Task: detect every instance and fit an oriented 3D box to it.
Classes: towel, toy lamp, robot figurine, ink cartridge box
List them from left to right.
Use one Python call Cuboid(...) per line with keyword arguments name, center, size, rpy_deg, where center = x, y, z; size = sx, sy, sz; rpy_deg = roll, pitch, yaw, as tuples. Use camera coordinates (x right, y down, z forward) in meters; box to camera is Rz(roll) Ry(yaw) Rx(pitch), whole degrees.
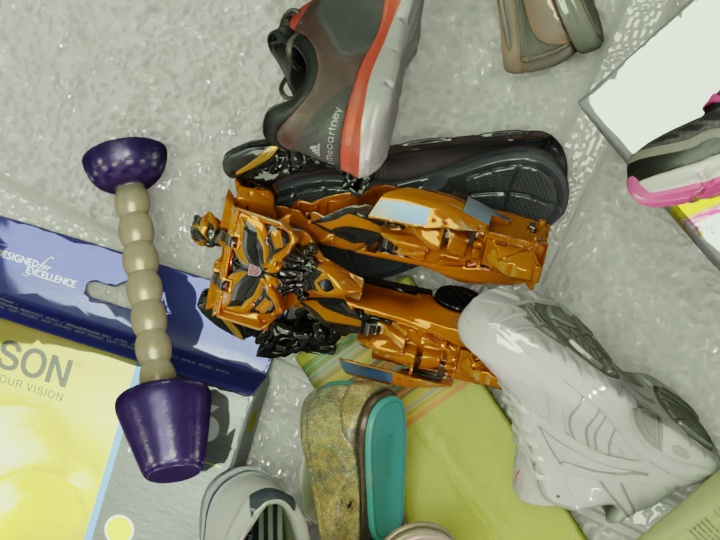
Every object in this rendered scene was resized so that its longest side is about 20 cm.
Cuboid(name="ink cartridge box", center=(-0.163, 0.088, 1.592), size=(0.197, 0.047, 0.201), rpy_deg=(16, 93, 8))
Cuboid(name="toy lamp", center=(-0.121, 0.023, 1.551), size=(0.058, 0.058, 0.201), rpy_deg=(-13, 70, 8))
Cuboid(name="robot figurine", center=(0.000, 0.000, 1.521), size=(0.199, 0.058, 0.145), rpy_deg=(12, 117, 1))
Cuboid(name="towel", center=(0.050, 0.107, 1.574), size=(0.086, 0.018, 0.200), rpy_deg=(-35, 85, 10))
Cuboid(name="ink cartridge box", center=(0.238, -0.063, 1.482), size=(0.145, 0.145, 0.200), rpy_deg=(-41, 83, 6))

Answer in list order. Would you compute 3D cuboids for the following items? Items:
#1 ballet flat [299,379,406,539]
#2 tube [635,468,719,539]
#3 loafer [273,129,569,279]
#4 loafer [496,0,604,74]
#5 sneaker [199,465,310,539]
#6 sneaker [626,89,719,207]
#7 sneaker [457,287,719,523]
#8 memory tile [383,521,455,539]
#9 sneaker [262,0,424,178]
Cuboid(name="ballet flat", center=(-0.005, 0.158, 1.553), size=(0.070, 0.071, 0.201), rpy_deg=(-1, 103, 8))
Cuboid(name="tube", center=(0.229, 0.121, 1.509), size=(0.200, 0.052, 0.058), rpy_deg=(-47, 72, 20))
Cuboid(name="loafer", center=(0.025, -0.041, 1.566), size=(0.199, 0.063, 0.072), rpy_deg=(-9, 118, 13))
Cuboid(name="loafer", center=(0.076, -0.210, 1.550), size=(0.063, 0.072, 0.201), rpy_deg=(-23, 89, 15))
Cuboid(name="sneaker", center=(-0.059, 0.215, 1.542), size=(0.073, 0.071, 0.201), rpy_deg=(-9, 100, -16))
Cuboid(name="sneaker", center=(0.213, -0.106, 1.378), size=(0.200, 0.074, 0.088), rpy_deg=(-31, 85, 1))
Cuboid(name="sneaker", center=(0.112, 0.087, 1.494), size=(0.099, 0.078, 0.200), rpy_deg=(-43, 125, 14))
Cuboid(name="memory tile", center=(-0.005, 0.240, 1.521), size=(0.153, 0.017, 0.201), rpy_deg=(-12, 113, -9))
Cuboid(name="sneaker", center=(-0.009, -0.141, 1.512), size=(0.082, 0.077, 0.200), rpy_deg=(10, 48, 6))
